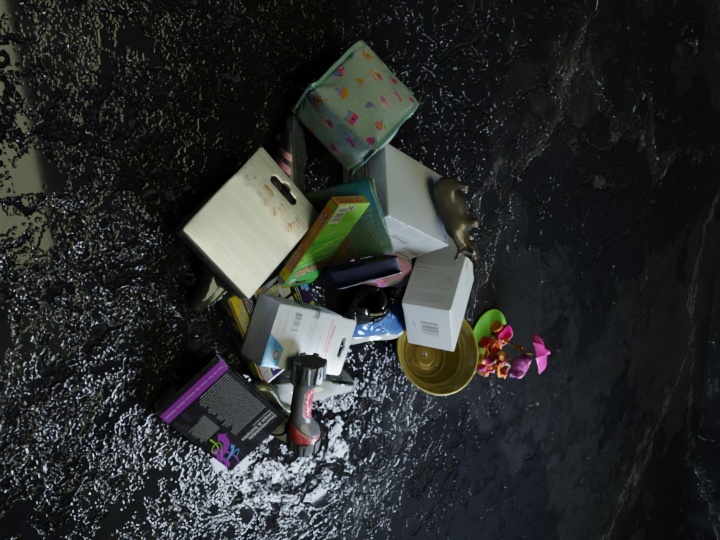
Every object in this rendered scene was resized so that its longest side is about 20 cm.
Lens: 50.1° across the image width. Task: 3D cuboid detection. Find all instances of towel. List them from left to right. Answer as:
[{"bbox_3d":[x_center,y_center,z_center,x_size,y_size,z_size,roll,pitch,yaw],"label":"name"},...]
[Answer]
[{"bbox_3d":[-0.050,-0.082,1.403,0.022,0.197,0.148,-70,146,-62],"label":"towel"}]

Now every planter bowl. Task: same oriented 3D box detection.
[{"bbox_3d":[0.159,0.185,1.737,0.198,0.083,0.203,6,73,-18],"label":"planter bowl"}]

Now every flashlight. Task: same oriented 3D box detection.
[{"bbox_3d":[-0.094,0.242,1.392,0.068,0.067,0.202,-36,144,-53],"label":"flashlight"}]

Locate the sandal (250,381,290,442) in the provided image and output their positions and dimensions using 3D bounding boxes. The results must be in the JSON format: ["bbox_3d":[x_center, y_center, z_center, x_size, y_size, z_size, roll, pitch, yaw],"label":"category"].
[{"bbox_3d":[-0.166,0.280,1.455,0.202,0.079,0.058,56,19,-44],"label":"sandal"}]

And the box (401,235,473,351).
[{"bbox_3d":[0.169,0.041,1.641,0.153,0.105,0.202,77,27,-50],"label":"box"}]

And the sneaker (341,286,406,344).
[{"bbox_3d":[0.047,0.084,1.601,0.198,0.077,0.112,-8,139,-38],"label":"sneaker"}]

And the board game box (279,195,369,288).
[{"bbox_3d":[-0.068,-0.049,1.358,0.095,0.030,0.201,-11,141,-55],"label":"board game box"}]

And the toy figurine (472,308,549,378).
[{"bbox_3d":[0.372,0.210,1.912,0.200,0.183,0.151,-47,131,-23],"label":"toy figurine"}]

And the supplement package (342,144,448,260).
[{"bbox_3d":[0.070,-0.133,1.515,0.199,0.110,0.158,22,58,-47],"label":"supplement package"}]

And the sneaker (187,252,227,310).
[{"bbox_3d":[-0.250,-0.030,1.305,0.090,0.075,0.202,36,70,-35],"label":"sneaker"}]

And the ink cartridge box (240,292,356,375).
[{"bbox_3d":[-0.109,0.120,1.405,0.199,0.066,0.117,16,93,-46],"label":"ink cartridge box"}]

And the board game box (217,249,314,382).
[{"bbox_3d":[-0.164,0.083,1.427,0.165,0.056,0.202,-36,126,-30],"label":"board game box"}]

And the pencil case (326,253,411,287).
[{"bbox_3d":[0.021,-0.013,1.562,0.199,0.087,0.089,11,95,-47],"label":"pencil case"}]

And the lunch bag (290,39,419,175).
[{"bbox_3d":[0.001,-0.302,1.382,0.170,0.122,0.200,44,56,-7],"label":"lunch bag"}]

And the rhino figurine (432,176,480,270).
[{"bbox_3d":[0.193,-0.095,1.515,0.087,0.059,0.203,-7,79,-61],"label":"rhino figurine"}]

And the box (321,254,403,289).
[{"bbox_3d":[0.000,0.000,1.369,0.120,0.200,0.033,-14,96,-8],"label":"box"}]

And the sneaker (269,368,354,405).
[{"bbox_3d":[-0.104,0.228,1.526,0.198,0.075,0.088,5,123,-33],"label":"sneaker"}]

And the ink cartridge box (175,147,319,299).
[{"bbox_3d":[-0.184,-0.079,1.282,0.160,0.047,0.201,48,66,-21],"label":"ink cartridge box"}]

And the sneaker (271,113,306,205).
[{"bbox_3d":[-0.142,-0.181,1.362,0.070,0.081,0.203,40,48,-68],"label":"sneaker"}]

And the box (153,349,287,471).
[{"bbox_3d":[-0.244,0.250,1.357,0.143,0.036,0.200,-41,121,1],"label":"box"}]
